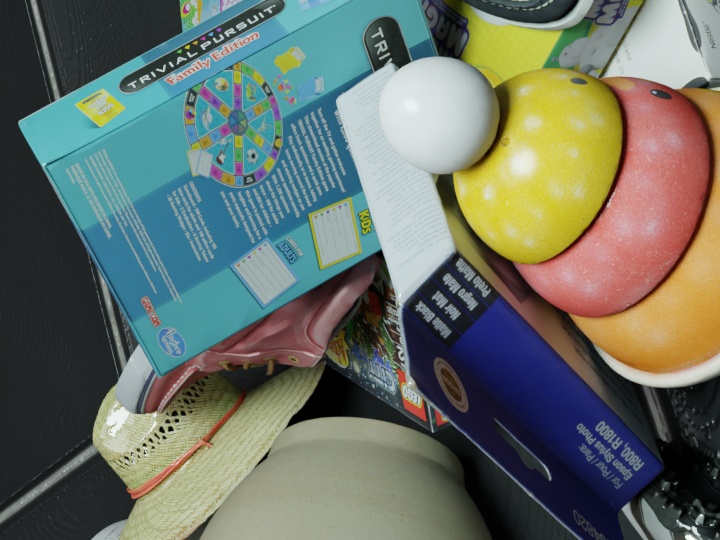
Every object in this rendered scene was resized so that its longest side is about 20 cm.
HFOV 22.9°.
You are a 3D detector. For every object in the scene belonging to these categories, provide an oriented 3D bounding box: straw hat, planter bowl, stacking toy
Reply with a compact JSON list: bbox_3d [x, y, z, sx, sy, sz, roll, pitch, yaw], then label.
[{"bbox_3d":[-0.123,0.100,1.153,0.085,0.201,0.201,46,137,-10],"label":"straw hat"},{"bbox_3d":[-0.004,0.171,1.044,0.200,0.200,0.135,-30,41,47],"label":"planter bowl"},{"bbox_3d":[0.092,-0.041,0.780,0.146,0.199,0.147,-30,50,43],"label":"stacking toy"}]

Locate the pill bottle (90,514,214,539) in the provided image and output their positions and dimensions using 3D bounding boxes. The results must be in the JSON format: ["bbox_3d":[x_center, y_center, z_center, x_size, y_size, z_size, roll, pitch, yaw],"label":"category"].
[{"bbox_3d":[-0.102,0.215,1.203,0.200,0.114,0.115,-19,76,50],"label":"pill bottle"}]

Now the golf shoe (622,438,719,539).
[{"bbox_3d":[0.180,0.161,0.885,0.200,0.077,0.095,43,123,42],"label":"golf shoe"}]

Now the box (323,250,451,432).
[{"bbox_3d":[0.000,0.000,1.070,0.200,0.038,0.137,27,131,59],"label":"box"}]

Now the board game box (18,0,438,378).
[{"bbox_3d":[-0.049,-0.056,0.897,0.047,0.199,0.151,51,168,47],"label":"board game box"}]

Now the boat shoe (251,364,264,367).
[{"bbox_3d":[-0.063,-0.020,1.069,0.076,0.072,0.201,24,133,39],"label":"boat shoe"}]

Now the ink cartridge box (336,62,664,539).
[{"bbox_3d":[0.073,0.023,0.847,0.041,0.200,0.201,-33,41,17],"label":"ink cartridge box"}]

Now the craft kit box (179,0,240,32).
[{"bbox_3d":[-0.048,-0.176,1.182,0.200,0.048,0.199,-14,83,50],"label":"craft kit box"}]

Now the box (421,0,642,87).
[{"bbox_3d":[0.086,-0.151,0.900,0.117,0.048,0.201,54,131,37],"label":"box"}]

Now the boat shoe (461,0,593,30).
[{"bbox_3d":[0.039,-0.174,0.875,0.200,0.060,0.076,37,117,46],"label":"boat shoe"}]

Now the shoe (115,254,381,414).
[{"bbox_3d":[-0.067,0.037,1.030,0.091,0.072,0.200,37,127,1],"label":"shoe"}]

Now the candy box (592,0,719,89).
[{"bbox_3d":[0.115,-0.130,0.958,0.200,0.071,0.169,-33,66,47],"label":"candy box"}]
